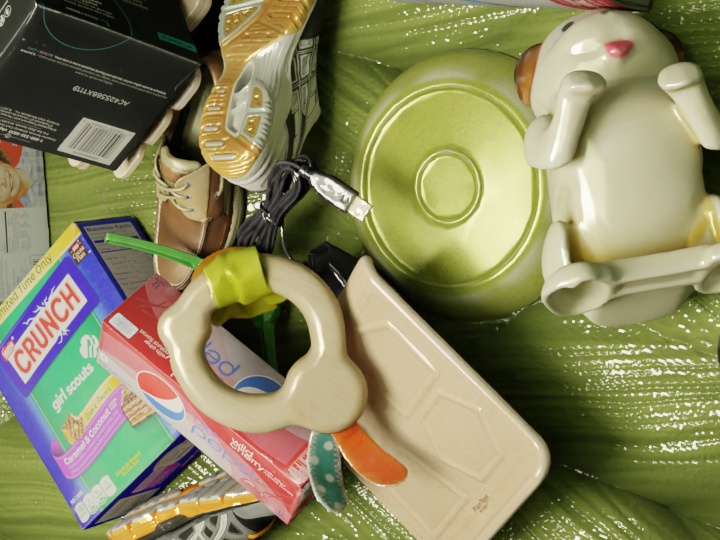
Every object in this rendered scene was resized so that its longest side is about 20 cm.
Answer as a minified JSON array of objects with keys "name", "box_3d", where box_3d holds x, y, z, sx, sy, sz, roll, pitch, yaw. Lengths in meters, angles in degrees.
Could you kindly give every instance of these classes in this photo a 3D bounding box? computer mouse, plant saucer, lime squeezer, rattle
[{"name":"computer mouse","box_3d":[0.000,0.000,1.079,0.200,0.046,0.140,43,139,15]},{"name":"plant saucer","box_3d":[0.070,-0.061,1.064,0.200,0.031,0.200,3,95,31]},{"name":"lime squeezer","box_3d":[-0.110,0.024,1.156,0.071,0.038,0.200,-45,93,-10]},{"name":"rattle","box_3d":[-0.054,0.078,1.065,0.200,0.130,0.143,42,162,-7]}]

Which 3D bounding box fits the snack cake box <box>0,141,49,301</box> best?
[{"name":"snack cake box","box_3d":[-0.336,-0.071,1.268,0.067,0.115,0.200,-2,92,33]}]

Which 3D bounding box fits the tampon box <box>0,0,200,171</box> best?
[{"name":"tampon box","box_3d":[-0.236,-0.203,1.118,0.126,0.150,0.200,-45,50,29]}]

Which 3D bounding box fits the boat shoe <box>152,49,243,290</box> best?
[{"name":"boat shoe","box_3d":[-0.134,-0.082,1.165,0.076,0.074,0.200,22,105,29]}]

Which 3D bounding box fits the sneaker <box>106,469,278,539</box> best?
[{"name":"sneaker","box_3d":[-0.113,0.207,1.181,0.200,0.078,0.077,-24,95,34]}]

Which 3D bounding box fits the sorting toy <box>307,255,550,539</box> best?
[{"name":"sorting toy","box_3d":[0.039,0.108,1.055,0.200,0.036,0.185,49,142,16]}]

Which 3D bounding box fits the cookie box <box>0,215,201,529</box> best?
[{"name":"cookie box","box_3d":[-0.214,0.084,1.227,0.171,0.075,0.200,-45,70,28]}]

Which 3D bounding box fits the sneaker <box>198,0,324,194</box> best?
[{"name":"sneaker","box_3d":[-0.065,-0.154,1.119,0.076,0.088,0.200,10,75,29]}]

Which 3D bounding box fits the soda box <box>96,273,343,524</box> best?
[{"name":"soda box","box_3d":[-0.105,0.096,1.102,0.200,0.063,0.070,39,147,11]}]

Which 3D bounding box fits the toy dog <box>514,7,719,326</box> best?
[{"name":"toy dog","box_3d":[0.173,-0.075,0.937,0.139,0.194,0.200,-12,74,10]}]

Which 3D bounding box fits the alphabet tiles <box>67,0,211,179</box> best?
[{"name":"alphabet tiles","box_3d":[-0.191,-0.179,1.186,0.200,0.015,0.196,-47,49,29]}]

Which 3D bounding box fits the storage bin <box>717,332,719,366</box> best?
[{"name":"storage bin","box_3d":[0.291,0.036,0.825,0.094,0.200,0.135,18,106,-8]}]

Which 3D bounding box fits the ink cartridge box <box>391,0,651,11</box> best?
[{"name":"ink cartridge box","box_3d":[0.098,-0.256,1.000,0.200,0.083,0.146,8,98,31]}]
